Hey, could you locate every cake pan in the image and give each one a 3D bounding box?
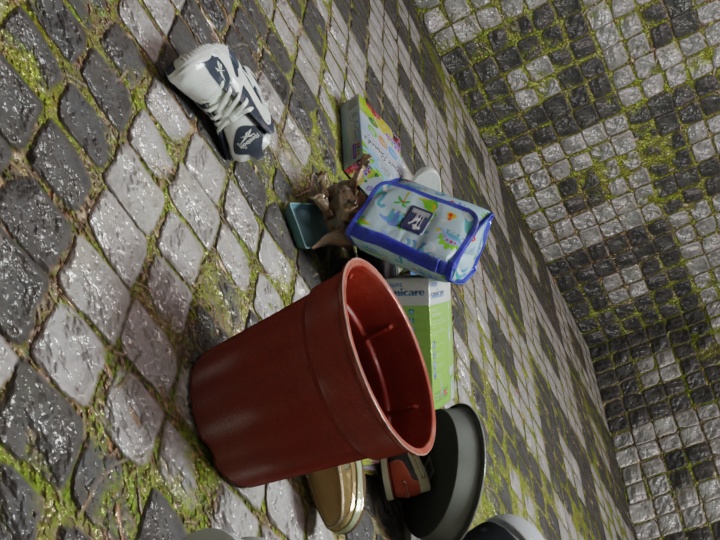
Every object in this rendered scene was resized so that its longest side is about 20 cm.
[{"bbox_3d":[0.108,0.278,1.272,0.036,0.201,0.202,15,42,-18],"label":"cake pan"}]

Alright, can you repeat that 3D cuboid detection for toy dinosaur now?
[{"bbox_3d":[-0.021,-0.083,1.408,0.137,0.085,0.202,77,17,-45],"label":"toy dinosaur"}]

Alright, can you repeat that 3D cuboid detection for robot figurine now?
[{"bbox_3d":[0.170,0.419,1.263,0.150,0.199,0.126,35,-41,40],"label":"robot figurine"}]

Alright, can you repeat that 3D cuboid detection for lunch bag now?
[{"bbox_3d":[0.088,-0.053,1.365,0.200,0.168,0.129,-35,143,-62],"label":"lunch bag"}]

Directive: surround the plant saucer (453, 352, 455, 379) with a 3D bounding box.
[{"bbox_3d":[0.128,0.145,1.642,0.200,0.032,0.203,-11,90,-68],"label":"plant saucer"}]

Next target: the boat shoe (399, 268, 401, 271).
[{"bbox_3d":[0.059,-0.048,1.668,0.074,0.063,0.201,60,17,-19],"label":"boat shoe"}]

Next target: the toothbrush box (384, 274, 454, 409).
[{"bbox_3d":[0.089,0.109,1.446,0.145,0.085,0.203,-7,96,-72],"label":"toothbrush box"}]

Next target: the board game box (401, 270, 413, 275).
[{"bbox_3d":[0.110,0.050,1.744,0.158,0.038,0.203,-1,80,-69],"label":"board game box"}]

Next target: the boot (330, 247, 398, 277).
[{"bbox_3d":[0.000,0.001,1.448,0.199,0.065,0.167,5,67,-66],"label":"boot"}]

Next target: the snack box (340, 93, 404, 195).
[{"bbox_3d":[0.024,-0.222,1.769,0.142,0.053,0.202,41,31,-35],"label":"snack box"}]

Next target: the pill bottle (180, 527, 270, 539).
[{"bbox_3d":[-0.080,0.294,0.783,0.200,0.115,0.118,47,27,-46],"label":"pill bottle"}]

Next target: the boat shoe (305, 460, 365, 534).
[{"bbox_3d":[-0.050,0.205,1.075,0.076,0.071,0.202,29,32,-40],"label":"boat shoe"}]

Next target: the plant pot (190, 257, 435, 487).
[{"bbox_3d":[-0.053,0.117,0.937,0.202,0.193,0.202,55,22,-35],"label":"plant pot"}]

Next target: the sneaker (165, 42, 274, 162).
[{"bbox_3d":[-0.164,-0.202,1.179,0.131,0.079,0.199,61,7,8],"label":"sneaker"}]

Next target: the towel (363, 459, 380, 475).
[{"bbox_3d":[-0.028,0.169,1.229,0.143,0.023,0.202,29,42,-64],"label":"towel"}]

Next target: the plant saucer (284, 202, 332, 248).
[{"bbox_3d":[-0.064,-0.066,1.411,0.071,0.019,0.200,69,17,3],"label":"plant saucer"}]

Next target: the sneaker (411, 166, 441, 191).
[{"bbox_3d":[0.108,-0.144,1.830,0.116,0.073,0.202,-100,-165,-46],"label":"sneaker"}]

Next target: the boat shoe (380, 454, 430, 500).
[{"bbox_3d":[0.057,0.232,1.305,0.201,0.062,0.072,-96,172,-51],"label":"boat shoe"}]
